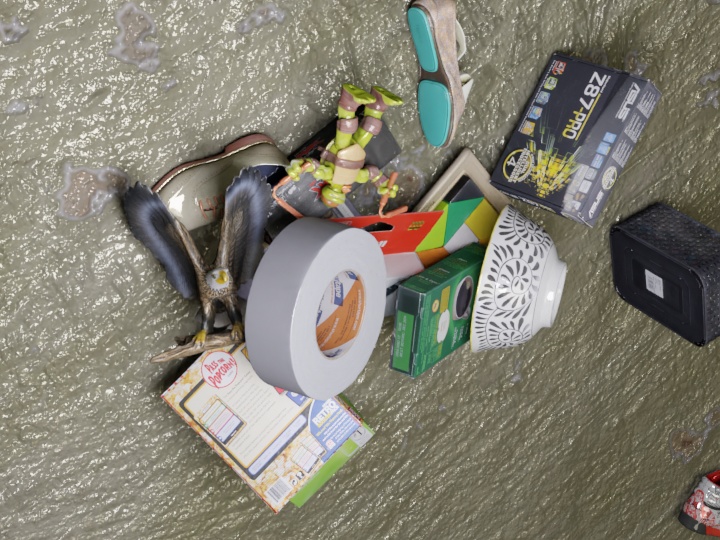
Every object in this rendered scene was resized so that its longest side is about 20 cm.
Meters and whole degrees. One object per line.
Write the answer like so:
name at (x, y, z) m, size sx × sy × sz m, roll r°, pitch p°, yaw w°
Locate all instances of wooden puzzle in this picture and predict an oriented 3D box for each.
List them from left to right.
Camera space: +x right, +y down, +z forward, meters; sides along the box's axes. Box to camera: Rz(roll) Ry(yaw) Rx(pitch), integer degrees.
wooden puzzle at (0.131, -0.042, 1.861) m, size 0.185 × 0.037 × 0.200 m, roll -50°, pitch 136°, yaw -5°

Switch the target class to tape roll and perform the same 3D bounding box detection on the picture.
tape roll at (-0.048, 0.043, 1.575) m, size 0.200 × 0.066 × 0.202 m, roll -30°, pitch 127°, yaw -50°

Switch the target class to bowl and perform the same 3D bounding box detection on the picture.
bowl at (0.214, 0.021, 1.807) m, size 0.201 × 0.093 × 0.203 m, roll 14°, pitch 90°, yaw -76°

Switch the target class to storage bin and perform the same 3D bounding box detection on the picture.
storage bin at (0.467, 0.004, 2.029) m, size 0.093 × 0.200 × 0.136 m, roll -28°, pitch 127°, yaw -22°

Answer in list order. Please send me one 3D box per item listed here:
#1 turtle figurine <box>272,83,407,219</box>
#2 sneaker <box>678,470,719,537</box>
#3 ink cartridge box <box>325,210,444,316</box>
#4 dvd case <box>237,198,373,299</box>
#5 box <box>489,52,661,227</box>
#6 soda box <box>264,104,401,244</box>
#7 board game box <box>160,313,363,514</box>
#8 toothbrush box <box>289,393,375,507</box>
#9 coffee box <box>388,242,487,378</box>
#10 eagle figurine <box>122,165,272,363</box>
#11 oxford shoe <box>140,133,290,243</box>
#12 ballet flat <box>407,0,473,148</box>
turtle figurine at (-0.008, -0.136, 1.617) m, size 0.199 × 0.064 × 0.162 m, roll 6°, pitch 117°, yaw -36°
sneaker at (0.664, 0.423, 2.484) m, size 0.200 × 0.067 × 0.109 m, roll 15°, pitch 106°, yaw -37°
ink cartridge box at (0.000, 0.000, 1.722) m, size 0.199 × 0.044 × 0.174 m, roll -6°, pitch 148°, yaw -37°
dvd case at (-0.070, -0.002, 1.761) m, size 0.200 × 0.016 × 0.149 m, roll -46°, pitch 131°, yaw -8°
box at (0.279, -0.173, 1.807) m, size 0.049 × 0.161 × 0.201 m, roll 31°, pitch 86°, yaw -49°
soda box at (-0.051, -0.115, 1.675) m, size 0.200 × 0.063 × 0.071 m, roll -39°, pitch 118°, yaw -12°
board game box at (-0.118, 0.167, 1.669) m, size 0.151 × 0.046 × 0.200 m, roll -45°, pitch 89°, yaw 1°
toothbrush box at (-0.100, 0.193, 1.788) m, size 0.146 × 0.086 × 0.200 m, roll -44°, pitch 130°, yaw 0°
coffee box at (0.109, 0.049, 1.795) m, size 0.200 × 0.044 × 0.124 m, roll -29°, pitch 132°, yaw -52°
eagle figurine at (-0.169, -0.010, 1.557) m, size 0.151 × 0.150 × 0.202 m, roll -11°, pitch 91°, yaw -48°
oxford shoe at (-0.171, -0.089, 1.600) m, size 0.199 × 0.074 × 0.071 m, roll -35°, pitch 130°, yaw -12°
ballet flat at (0.108, -0.250, 1.727) m, size 0.067 × 0.068 × 0.202 m, roll -30°, pitch 130°, yaw -29°
